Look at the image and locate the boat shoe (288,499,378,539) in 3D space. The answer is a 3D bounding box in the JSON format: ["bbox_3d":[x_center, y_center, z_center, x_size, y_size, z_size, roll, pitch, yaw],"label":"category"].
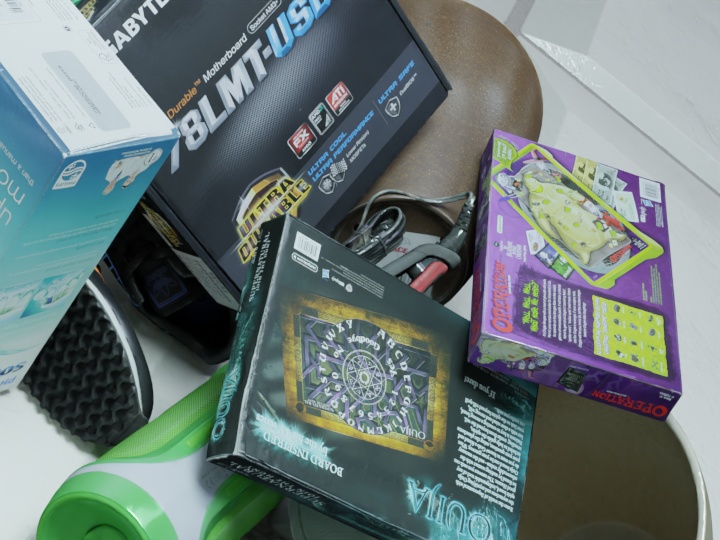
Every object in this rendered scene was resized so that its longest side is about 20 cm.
[{"bbox_3d":[0.011,0.205,0.835,0.060,0.075,0.201,78,-1,-65],"label":"boat shoe"}]

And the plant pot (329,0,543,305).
[{"bbox_3d":[0.033,-0.062,1.053,0.186,0.187,0.201,32,32,-15],"label":"plant pot"}]

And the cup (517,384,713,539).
[{"bbox_3d":[0.125,0.176,0.917,0.143,0.199,0.201,49,13,-50],"label":"cup"}]

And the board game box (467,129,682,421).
[{"bbox_3d":[0.127,-0.003,0.911,0.119,0.032,0.201,21,38,-8],"label":"board game box"}]

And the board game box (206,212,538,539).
[{"bbox_3d":[0.015,0.074,0.824,0.199,0.028,0.136,31,58,-32],"label":"board game box"}]

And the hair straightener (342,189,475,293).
[{"bbox_3d":[0.000,0.000,0.881,0.077,0.041,0.200,48,54,-1],"label":"hair straightener"}]

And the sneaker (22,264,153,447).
[{"bbox_3d":[-0.169,0.010,0.891,0.201,0.070,0.090,52,21,13],"label":"sneaker"}]

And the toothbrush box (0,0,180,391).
[{"bbox_3d":[-0.205,-0.046,0.787,0.147,0.200,0.085,50,35,16],"label":"toothbrush box"}]

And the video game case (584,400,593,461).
[{"bbox_3d":[0.128,0.066,1.021,0.018,0.201,0.144,-16,47,-10],"label":"video game case"}]

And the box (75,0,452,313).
[{"bbox_3d":[-0.063,-0.112,0.893,0.050,0.200,0.199,17,-30,51],"label":"box"}]

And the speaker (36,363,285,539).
[{"bbox_3d":[-0.088,0.112,0.827,0.088,0.089,0.200,44,29,6],"label":"speaker"}]

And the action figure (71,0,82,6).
[{"bbox_3d":[-0.174,-0.148,0.883,0.119,0.199,0.055,58,-13,-18],"label":"action figure"}]

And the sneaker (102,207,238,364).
[{"bbox_3d":[-0.130,-0.026,0.936,0.200,0.070,0.078,50,17,-32],"label":"sneaker"}]
